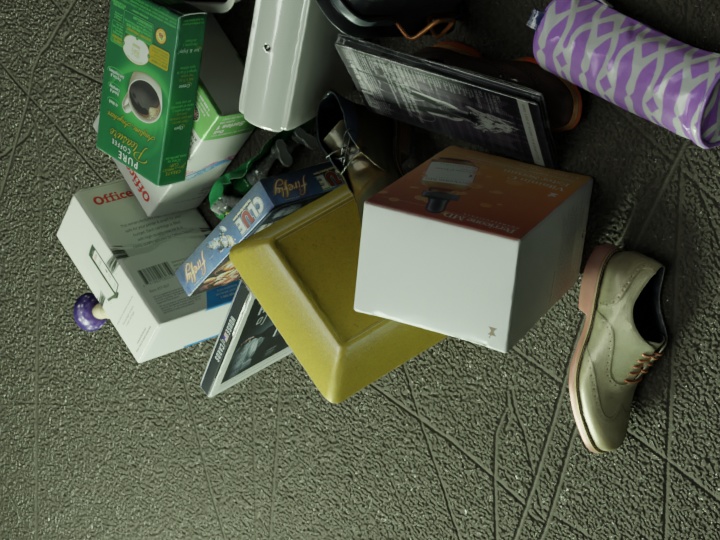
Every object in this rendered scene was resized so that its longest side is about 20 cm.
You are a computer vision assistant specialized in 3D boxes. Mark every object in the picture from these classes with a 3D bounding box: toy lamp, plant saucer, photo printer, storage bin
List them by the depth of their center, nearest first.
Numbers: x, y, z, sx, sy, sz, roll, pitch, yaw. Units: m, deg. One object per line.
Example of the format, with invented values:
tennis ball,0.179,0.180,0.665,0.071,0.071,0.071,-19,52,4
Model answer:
storage bin,0.054,-0.297,1.433,0.134,0.199,0.146,-41,73,36
photo printer,-0.047,-0.256,1.568,0.069,0.166,0.201,22,120,18
plant saucer,0.000,0.000,1.576,0.201,0.199,0.049,54,160,19
toy lamp,-0.293,0.051,2.009,0.199,0.058,0.059,-8,98,48

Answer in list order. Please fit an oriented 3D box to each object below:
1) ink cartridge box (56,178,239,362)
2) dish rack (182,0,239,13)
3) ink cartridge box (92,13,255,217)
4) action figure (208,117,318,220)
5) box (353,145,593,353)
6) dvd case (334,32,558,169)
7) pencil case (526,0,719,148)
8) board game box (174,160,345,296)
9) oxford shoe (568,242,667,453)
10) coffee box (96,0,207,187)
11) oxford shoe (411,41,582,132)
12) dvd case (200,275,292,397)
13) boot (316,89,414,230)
ink cartridge box,-0.246,-0.009,1.872,0.201,0.145,0.084,54,137,20
dish rack,-0.186,-0.393,1.756,0.171,0.043,0.202,12,111,43
ink cartridge box,-0.211,-0.179,1.822,0.145,0.084,0.200,57,135,16
action figure,-0.118,-0.102,1.754,0.055,0.118,0.200,55,145,0
box,0.106,-0.026,1.430,0.151,0.200,0.107,15,114,21
dvd case,0.082,-0.156,1.452,0.199,0.149,0.016,20,77,19
pencil case,0.242,-0.179,1.353,0.199,0.084,0.086,34,102,33
board game box,-0.101,-0.047,1.715,0.200,0.135,0.035,-42,73,46
oxford shoe,0.240,0.079,1.446,0.073,0.071,0.202,15,114,40
coffee box,-0.234,-0.208,1.743,0.123,0.044,0.202,29,121,36
oxford shoe,0.119,-0.167,1.487,0.199,0.072,0.072,19,116,41
dvd case,-0.090,0.047,1.701,0.025,0.150,0.200,49,143,18
boot,-0.004,-0.093,1.526,0.075,0.097,0.201,-46,26,34
